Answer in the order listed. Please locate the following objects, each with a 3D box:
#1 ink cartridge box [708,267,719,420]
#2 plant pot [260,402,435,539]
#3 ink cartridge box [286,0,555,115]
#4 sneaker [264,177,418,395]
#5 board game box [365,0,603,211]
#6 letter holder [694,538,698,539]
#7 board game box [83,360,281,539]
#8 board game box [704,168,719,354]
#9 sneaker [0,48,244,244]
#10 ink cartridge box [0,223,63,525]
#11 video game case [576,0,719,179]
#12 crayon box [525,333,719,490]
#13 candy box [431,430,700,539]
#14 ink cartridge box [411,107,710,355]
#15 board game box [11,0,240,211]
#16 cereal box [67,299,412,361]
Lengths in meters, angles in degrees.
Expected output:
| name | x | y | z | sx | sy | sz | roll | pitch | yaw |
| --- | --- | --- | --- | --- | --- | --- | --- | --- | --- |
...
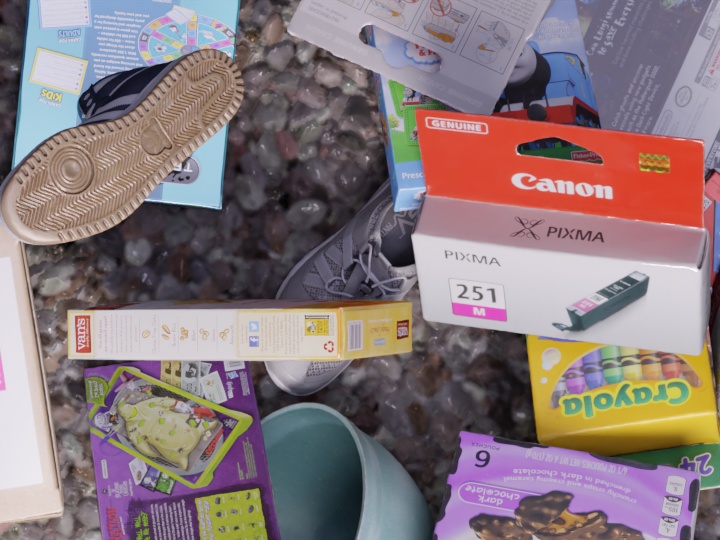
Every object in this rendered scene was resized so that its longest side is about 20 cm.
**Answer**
| name | x | y | z | sx | sy | sz | roll | pitch | yaw |
| --- | --- | --- | --- | --- | --- | --- | --- | --- | --- |
| ink cartridge box | 0.320 | 0.057 | 1.684 | 0.144 | 0.200 | 0.084 | 15 | 116 | -2 |
| plant pot | -0.019 | 0.210 | 1.694 | 0.134 | 0.200 | 0.201 | 31 | 86 | -34 |
| ink cartridge box | 0.061 | -0.214 | 1.722 | 0.160 | 0.050 | 0.201 | 24 | 78 | 8 |
| sneaker | 0.000 | 0.000 | 1.734 | 0.075 | 0.082 | 0.201 | 36 | 86 | -7 |
| board game box | 0.084 | -0.145 | 1.728 | 0.150 | 0.037 | 0.201 | -6 | 65 | -7 |
| letter holder | 0.167 | 0.264 | 1.752 | 0.141 | 0.101 | 0.201 | 29 | 87 | -9 |
| board game box | -0.123 | 0.136 | 1.675 | 0.119 | 0.201 | 0.032 | -5 | 133 | -7 |
| board game box | 0.298 | 0.029 | 1.797 | 0.200 | 0.019 | 0.103 | 40 | 100 | -6 |
| sneaker | -0.176 | -0.077 | 1.633 | 0.200 | 0.108 | 0.070 | -38 | 108 | -30 |
| ink cartridge box | -0.250 | 0.065 | 1.660 | 0.074 | 0.165 | 0.202 | -8 | 91 | -6 |
| video game case | 0.233 | -0.176 | 1.796 | 0.181 | 0.023 | 0.201 | 25 | 88 | -8 |
| crayon box | 0.180 | 0.059 | 1.713 | 0.125 | 0.052 | 0.201 | -9 | 60 | 8 |
| candy box | 0.125 | 0.214 | 1.596 | 0.166 | 0.072 | 0.201 | 9 | 47 | 9 |
| ink cartridge box | 0.133 | -0.024 | 1.635 | 0.198 | 0.174 | 0.044 | 7 | 52 | 14 |
| board game box | -0.164 | -0.149 | 1.729 | 0.150 | 0.047 | 0.202 | 6 | 90 | -8 |
| cereal box | -0.080 | 0.040 | 1.657 | 0.198 | 0.144 | 0.040 | 0 | 91 | 20 |
